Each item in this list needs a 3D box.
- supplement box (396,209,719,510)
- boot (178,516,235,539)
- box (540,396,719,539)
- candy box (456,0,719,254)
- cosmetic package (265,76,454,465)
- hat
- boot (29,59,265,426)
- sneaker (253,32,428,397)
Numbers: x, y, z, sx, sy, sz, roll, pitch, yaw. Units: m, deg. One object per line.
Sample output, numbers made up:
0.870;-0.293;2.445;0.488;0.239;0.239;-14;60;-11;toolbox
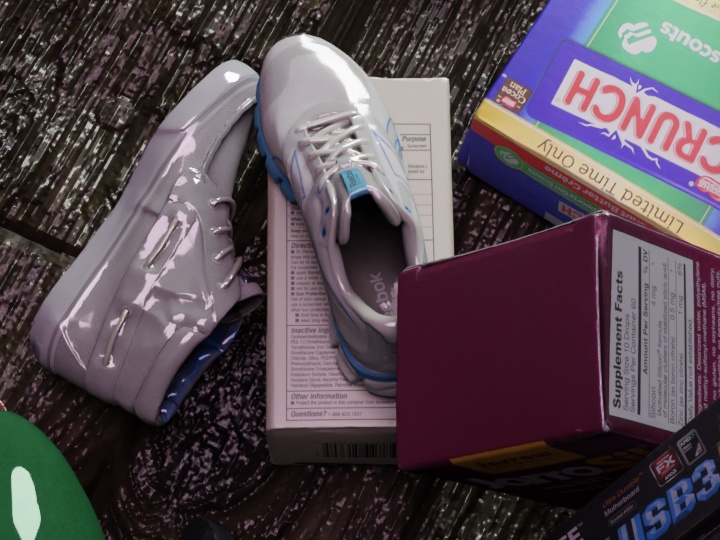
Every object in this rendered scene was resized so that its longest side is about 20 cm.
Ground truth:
0.130;0.054;0.979;0.199;0.130;0.104;17;67;-41;supplement box
-0.012;0.204;1.004;0.162;0.198;0.074;23;99;-21;boot
0.182;0.134;0.944;0.200;0.198;0.050;-43;50;23;box
0.177;-0.107;1.140;0.168;0.077;0.201;31;73;8;candy box
0.000;0.000;1.099;0.104;0.071;0.202;1;69;0;cosmetic package
-0.162;0.086;1.017;0.199;0.166;0.177;21;67;1;hat
-0.086;-0.012;1.100;0.095;0.074;0.201;29;80;18;boot
-0.002;-0.042;1.031;0.074;0.087;0.201;-19;69;-6;sneaker
